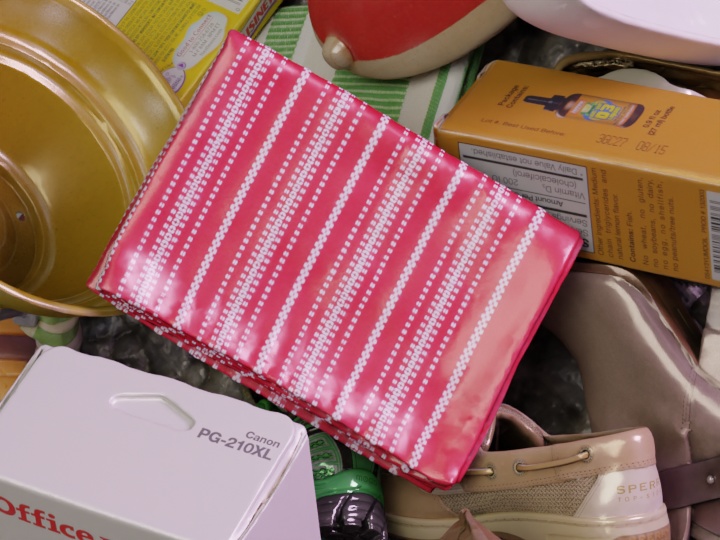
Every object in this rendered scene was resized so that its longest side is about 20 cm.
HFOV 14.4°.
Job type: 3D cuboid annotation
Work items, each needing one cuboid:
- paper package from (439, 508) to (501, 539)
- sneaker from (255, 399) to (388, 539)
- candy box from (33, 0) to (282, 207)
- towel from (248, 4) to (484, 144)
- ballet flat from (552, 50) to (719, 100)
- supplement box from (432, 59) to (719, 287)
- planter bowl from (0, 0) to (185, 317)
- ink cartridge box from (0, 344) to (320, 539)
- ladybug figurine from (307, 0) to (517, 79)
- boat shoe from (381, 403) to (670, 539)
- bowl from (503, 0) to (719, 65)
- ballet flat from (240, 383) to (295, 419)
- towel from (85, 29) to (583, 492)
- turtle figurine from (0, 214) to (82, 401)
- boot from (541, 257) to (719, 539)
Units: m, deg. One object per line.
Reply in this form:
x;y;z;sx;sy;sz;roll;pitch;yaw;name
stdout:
0.065;0.248;1.296;0.191;0.200;0.104;-48;21;9;paper package
-0.053;0.116;1.432;0.199;0.078;0.086;-22;55;45;sneaker
-0.114;-0.124;1.515;0.102;0.026;0.200;24;66;29;candy box
-0.034;-0.080;1.477;0.199;0.023;0.153;-5;50;28;towel
0.180;-0.066;1.391;0.199;0.063;0.069;12;79;25;ballet flat
0.137;-0.044;1.357;0.199;0.069;0.067;15;41;27;supplement box
-0.177;-0.045;1.396;0.083;0.199;0.201;-41;63;41;planter bowl
-0.095;0.147;1.339;0.144;0.201;0.085;16;48;21;ink cartridge box
0.042;-0.185;1.447;0.135;0.072;0.201;24;70;34;ladybug figurine
0.067;0.095;1.380;0.199;0.071;0.065;2;100;42;boat shoe
0.127;-0.191;1.384;0.074;0.199;0.201;-25;67;46;bowl
0.000;0.000;1.457;0.070;0.071;0.201;31;92;26;ballet flat
-0.010;-0.003;1.337;0.199;0.022;0.145;30;86;-4;towel
-0.210;0.011;1.489;0.144;0.199;0.195;-38;38;43;turtle figurine
0.135;0.070;1.385;0.199;0.070;0.147;7;93;37;boot
